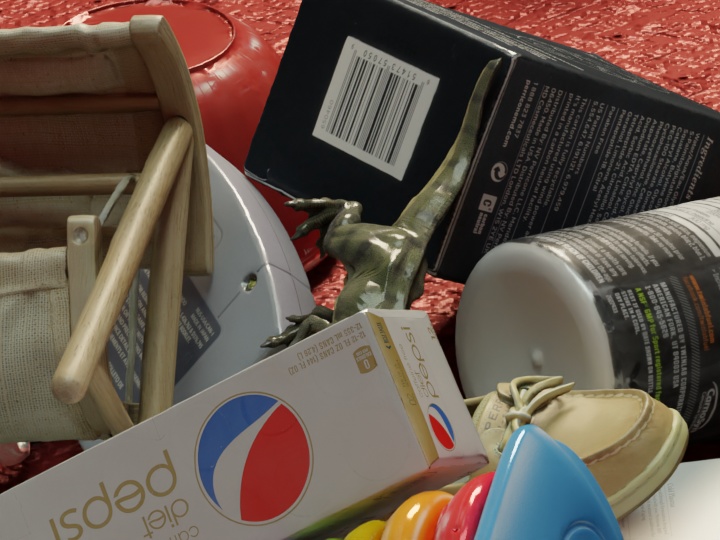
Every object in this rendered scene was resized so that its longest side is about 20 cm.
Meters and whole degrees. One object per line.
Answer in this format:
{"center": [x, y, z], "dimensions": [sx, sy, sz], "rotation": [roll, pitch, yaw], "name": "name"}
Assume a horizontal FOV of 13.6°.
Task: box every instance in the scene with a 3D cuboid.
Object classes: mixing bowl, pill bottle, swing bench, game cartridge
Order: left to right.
{"center": [-0.178, 0.002, 1.304], "dimensions": [0.198, 0.130, 0.201], "rotation": [-1, 55, 15], "name": "swing bench"}
{"center": [-0.106, -0.071, 1.544], "dimensions": [0.199, 0.109, 0.200], "rotation": [-2, 30, 1], "name": "mixing bowl"}
{"center": [-0.092, 0.015, 1.391], "dimensions": [0.133, 0.042, 0.200], "rotation": [-45, 41, 9], "name": "game cartridge"}
{"center": [0.148, 0.023, 1.335], "dimensions": [0.199, 0.107, 0.106], "rotation": [-11, 27, -36], "name": "pill bottle"}

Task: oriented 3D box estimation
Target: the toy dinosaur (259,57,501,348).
{"center": [0.000, 0.000, 1.273], "dimensions": [0.088, 0.047, 0.201], "rotation": [-13, 43, 48], "name": "toy dinosaur"}

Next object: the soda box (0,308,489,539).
{"center": [-0.055, 0.086, 1.170], "dimensions": [0.199, 0.068, 0.064], "rotation": [-27, -12, 20], "name": "soda box"}

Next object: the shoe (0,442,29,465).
{"center": [-0.205, 0.034, 1.425], "dimensions": [0.091, 0.072, 0.200], "rotation": [-19, 38, 4], "name": "shoe"}

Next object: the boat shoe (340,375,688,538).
{"center": [0.034, 0.077, 1.218], "dimensions": [0.200, 0.063, 0.073], "rotation": [-12, 31, 31], "name": "boat shoe"}

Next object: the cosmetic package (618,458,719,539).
{"center": [0.103, 0.152, 1.190], "dimensions": [0.150, 0.052, 0.200], "rotation": [-9, 29, 6], "name": "cosmetic package"}

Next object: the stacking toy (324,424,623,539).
{"center": [-0.004, 0.138, 1.118], "dimensions": [0.199, 0.116, 0.110], "rotation": [-12, 31, 25], "name": "stacking toy"}

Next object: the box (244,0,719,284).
{"center": [0.074, -0.053, 1.415], "dimensions": [0.199, 0.108, 0.148], "rotation": [13, 11, -42], "name": "box"}
